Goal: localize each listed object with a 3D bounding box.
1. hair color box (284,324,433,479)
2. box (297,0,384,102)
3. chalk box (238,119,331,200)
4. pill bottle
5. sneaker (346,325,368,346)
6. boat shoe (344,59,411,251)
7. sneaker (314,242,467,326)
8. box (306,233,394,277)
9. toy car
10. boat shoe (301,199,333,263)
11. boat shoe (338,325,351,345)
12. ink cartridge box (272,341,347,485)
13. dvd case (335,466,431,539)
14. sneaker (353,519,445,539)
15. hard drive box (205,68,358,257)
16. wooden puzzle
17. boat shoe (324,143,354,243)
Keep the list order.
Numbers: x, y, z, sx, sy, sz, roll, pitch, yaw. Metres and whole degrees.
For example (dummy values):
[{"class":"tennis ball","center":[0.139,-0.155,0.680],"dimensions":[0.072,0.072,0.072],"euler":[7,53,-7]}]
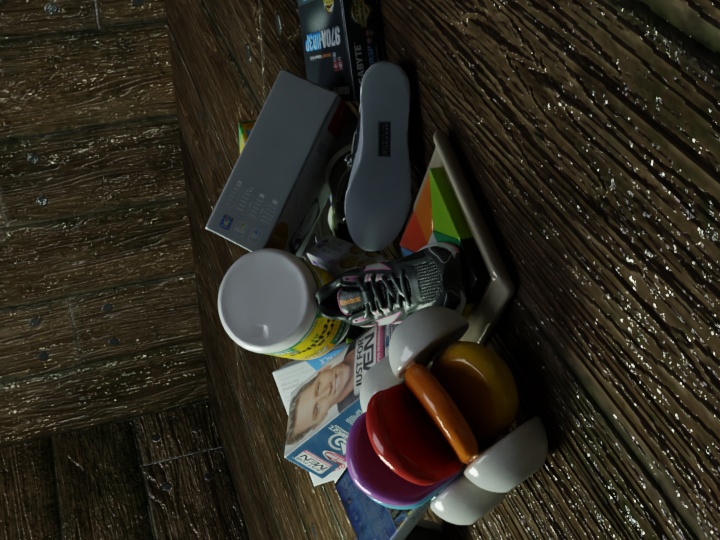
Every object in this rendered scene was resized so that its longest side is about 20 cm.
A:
[{"class":"hair color box","center":[-0.001,0.138,1.115],"dimensions":[0.200,0.060,0.101],"euler":[-42,28,30]},{"class":"box","center":[-0.026,-0.284,1.186],"dimensions":[0.200,0.045,0.161],"euler":[-151,52,-70]},{"class":"chalk box","center":[-0.107,-0.110,1.451],"dimensions":[0.125,0.122,0.201],"euler":[-116,21,-44]},{"class":"pill bottle","center":[-0.076,0.044,1.134],"dimensions":[0.200,0.112,0.114],"euler":[31,-136,-73]},{"class":"sneaker","center":[0.049,0.150,1.204],"dimensions":[0.076,0.075,0.202],"euler":[30,-140,-68]},{"class":"boat shoe","center":[0.019,-0.124,1.071],"dimensions":[0.068,0.073,0.202],"euler":[-89,-2,-78]},{"class":"sneaker","center":[0.024,0.027,0.975],"dimensions":[0.199,0.086,0.081],"euler":[-23,80,57]},{"class":"box","center":[0.000,0.000,1.153],"dimensions":[0.039,0.041,0.200],"euler":[57,165,-26]},{"class":"toy car","center":[0.057,0.149,0.901],"dimensions":[0.176,0.149,0.201],"euler":[53,145,17]},{"class":"boat shoe","center":[-0.069,-0.018,1.301],"dimensions":[0.072,0.064,0.203],"euler":[-22,69,48]},{"class":"boat shoe","center":[-0.010,0.116,1.364],"dimensions":[0.076,0.071,0.202],"euler":[-49,-46,-67]},{"class":"ink cartridge box","center":[-0.022,0.203,1.299],"dimensions":[0.202,0.114,0.068],"euler":[69,-161,-1]},{"class":"dvd case","center":[0.051,0.199,1.060],"dimensions":[0.201,0.017,0.143],"euler":[-55,28,12]},{"class":"sneaker","center":[0.059,0.342,1.134],"dimensions":[0.199,0.071,0.100],"euler":[23,-149,-54]},{"class":"hard drive box","center":[-0.085,-0.115,1.170],"dimensions":[0.202,0.076,0.156],"euler":[-65,-12,1]},{"class":"wooden puzzle","center":[0.085,-0.008,0.989],"dimensions":[0.201,0.037,0.186],"euler":[102,153,-55]},{"class":"boat shoe","center":[-0.003,-0.082,1.203],"dimensions":[0.202,0.071,0.061],"euler":[96,156,-63]}]
